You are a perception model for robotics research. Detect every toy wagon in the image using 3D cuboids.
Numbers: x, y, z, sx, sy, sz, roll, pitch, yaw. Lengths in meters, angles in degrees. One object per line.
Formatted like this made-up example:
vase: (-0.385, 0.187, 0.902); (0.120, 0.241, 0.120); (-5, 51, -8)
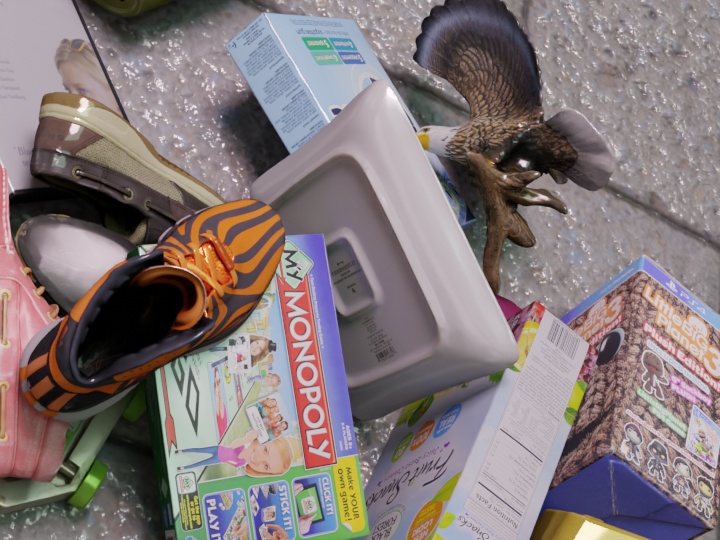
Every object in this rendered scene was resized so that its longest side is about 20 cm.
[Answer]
toy wagon: (-0.226, 0.087, 0.749); (0.154, 0.040, 0.202); (36, 55, -12)

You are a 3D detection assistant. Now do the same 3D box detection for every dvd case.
dvd case: (-0.231, -0.143, 0.833); (0.142, 0.017, 0.202); (-13, 75, -58)

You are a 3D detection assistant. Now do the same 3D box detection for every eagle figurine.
eagle figurine: (0.104, -0.113, 0.940); (0.149, 0.152, 0.201); (27, 37, -14)

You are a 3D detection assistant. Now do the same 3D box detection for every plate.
plate: (0.000, 0.000, 0.819); (0.032, 0.199, 0.202); (-24, 87, -37)

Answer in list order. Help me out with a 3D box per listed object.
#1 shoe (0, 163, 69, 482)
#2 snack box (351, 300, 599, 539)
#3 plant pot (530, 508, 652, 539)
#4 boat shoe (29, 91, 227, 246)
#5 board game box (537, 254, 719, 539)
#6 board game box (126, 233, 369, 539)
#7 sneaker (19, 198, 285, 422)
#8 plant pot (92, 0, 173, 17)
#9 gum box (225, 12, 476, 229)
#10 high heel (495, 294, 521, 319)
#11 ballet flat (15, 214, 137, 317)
shoe: (-0.214, 0.026, 0.719); (0.090, 0.071, 0.203); (13, 67, -28)
snack box: (0.066, 0.141, 0.823); (0.067, 0.169, 0.201); (35, 54, -10)
plant pot: (0.158, 0.253, 0.727); (0.197, 0.200, 0.179); (19, 80, 5)
boat shoe: (-0.151, -0.045, 0.813); (0.200, 0.072, 0.066); (39, 66, -45)
board game box: (0.182, 0.119, 0.889); (0.096, 0.159, 0.201); (36, 42, -11)
board game box: (-0.072, 0.081, 0.767); (0.133, 0.029, 0.204); (-5, 80, -29)
sneaker: (-0.098, 0.013, 0.684); (0.078, 0.112, 0.200); (52, 55, -7)
plant pot: (-0.140, -0.293, 0.910); (0.187, 0.187, 0.201); (42, 66, -7)
gum box: (-0.001, -0.103, 0.929); (0.202, 0.044, 0.170); (59, 24, 4)
high heel: (0.047, 0.026, 0.950); (0.198, 0.068, 0.097); (29, 28, -14)
ballet flat: (-0.143, 0.030, 0.792); (0.199, 0.057, 0.067); (34, 71, -18)
